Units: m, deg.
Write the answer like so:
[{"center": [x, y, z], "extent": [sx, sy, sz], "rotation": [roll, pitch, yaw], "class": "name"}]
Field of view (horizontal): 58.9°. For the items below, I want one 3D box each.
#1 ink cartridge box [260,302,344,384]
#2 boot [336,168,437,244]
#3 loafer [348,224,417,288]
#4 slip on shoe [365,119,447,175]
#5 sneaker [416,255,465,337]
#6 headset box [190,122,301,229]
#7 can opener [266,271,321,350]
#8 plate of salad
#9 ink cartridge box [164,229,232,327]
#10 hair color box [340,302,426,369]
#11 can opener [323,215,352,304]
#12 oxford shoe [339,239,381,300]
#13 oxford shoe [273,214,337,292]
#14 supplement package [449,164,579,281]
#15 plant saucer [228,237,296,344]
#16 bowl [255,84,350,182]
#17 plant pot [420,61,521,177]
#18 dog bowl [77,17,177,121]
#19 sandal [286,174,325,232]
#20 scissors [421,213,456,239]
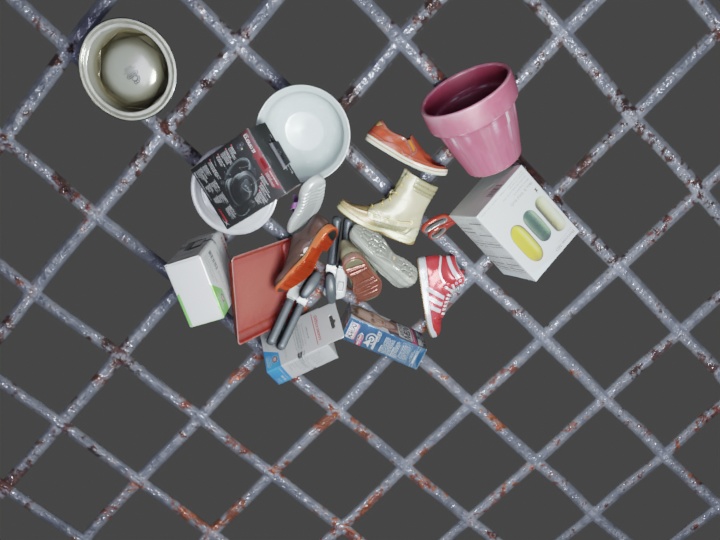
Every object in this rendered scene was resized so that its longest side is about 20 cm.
[{"center": [-0.127, 0.170, 1.502], "extent": [0.199, 0.117, 0.068], "rotation": [-25, 138, 6], "class": "ink cartridge box"}, {"center": [0.061, -0.162, 1.434], "extent": [0.199, 0.073, 0.156], "rotation": [22, 106, -11], "class": "boot"}, {"center": [0.044, -0.027, 1.476], "extent": [0.200, 0.070, 0.070], "rotation": [42, 135, -15], "class": "loafer"}, {"center": [0.108, -0.266, 1.406], "extent": [0.199, 0.074, 0.062], "rotation": [28, 102, -6], "class": "slip on shoe"}, {"center": [0.200, 0.059, 1.512], "extent": [0.111, 0.071, 0.202], "rotation": [-9, 106, 4], "class": "sneaker"}, {"center": [-0.232, -0.199, 1.325], "extent": [0.199, 0.077, 0.150], "rotation": [-27, 100, 29], "class": "headset box"}, {"center": [-0.156, 0.085, 1.476], "extent": [0.052, 0.066, 0.201], "rotation": [28, 75, -12], "class": "can opener"}, {"center": [-0.280, -0.181, 1.427], "extent": [0.198, 0.048, 0.202], "rotation": [1, 103, 6], "class": "plate of salad"}, {"center": [-0.340, 0.012, 1.406], "extent": [0.083, 0.200, 0.147], "rotation": [-16, 108, 6], "class": "ink cartridge box"}, {"center": [0.053, 0.154, 1.520], "extent": [0.199, 0.100, 0.061], "rotation": [23, 105, -10], "class": "hair color box"}, {"center": [-0.051, -0.022, 1.476], "extent": [0.053, 0.067, 0.202], "rotation": [6, 108, -5], "class": "can opener"}, {"center": [0.000, 0.000, 1.463], "extent": [0.070, 0.074, 0.201], "rotation": [-22, 145, 0], "class": "oxford shoe"}, {"center": [-0.137, -0.037, 1.451], "extent": [0.072, 0.071, 0.200], "rotation": [42, 95, 23], "class": "oxford shoe"}, {"center": [0.335, -0.105, 1.405], "extent": [0.200, 0.151, 0.152], "rotation": [44, 84, -15], "class": "supplement package"}, {"center": [-0.225, 0.040, 1.447], "extent": [0.036, 0.199, 0.202], "rotation": [12, 112, 32], "class": "plant saucer"}, {"center": [-0.121, -0.297, 1.373], "extent": [0.199, 0.090, 0.203], "rotation": [-1, 108, -2], "class": "bowl"}, {"center": [0.251, -0.307, 1.346], "extent": [0.199, 0.201, 0.180], "rotation": [-28, 123, 7], "class": "plant pot"}, {"center": [-0.475, -0.418, 1.329], "extent": [0.198, 0.074, 0.202], "rotation": [-1, 108, -3], "class": "dog bowl"}, {"center": [-0.123, -0.154, 1.397], "extent": [0.082, 0.203, 0.050], "rotation": [-30, 76, -32], "class": "sandal"}, {"center": [0.233, -0.129, 1.463], "extent": [0.199, 0.014, 0.073], "rotation": [-27, 144, 6], "class": "scissors"}]
